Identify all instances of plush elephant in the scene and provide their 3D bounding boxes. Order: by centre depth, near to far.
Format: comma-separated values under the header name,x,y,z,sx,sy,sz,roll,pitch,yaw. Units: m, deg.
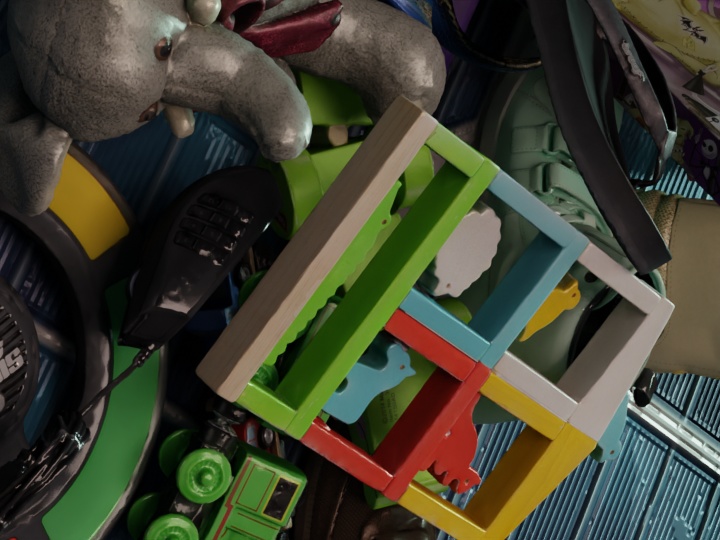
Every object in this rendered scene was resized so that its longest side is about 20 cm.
name,x,y,z,sx,sy,sz,roll,pitch,yaw
plush elephant,-0.061,-0.099,0.874,0.199,0.165,0.155,19,48,-1

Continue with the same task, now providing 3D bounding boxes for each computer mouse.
name,x,y,z,sx,sy,sz,roll,pitch,yaw
computer mouse,-0.096,0.029,0.904,0.034,0.059,0.200,42,60,-7

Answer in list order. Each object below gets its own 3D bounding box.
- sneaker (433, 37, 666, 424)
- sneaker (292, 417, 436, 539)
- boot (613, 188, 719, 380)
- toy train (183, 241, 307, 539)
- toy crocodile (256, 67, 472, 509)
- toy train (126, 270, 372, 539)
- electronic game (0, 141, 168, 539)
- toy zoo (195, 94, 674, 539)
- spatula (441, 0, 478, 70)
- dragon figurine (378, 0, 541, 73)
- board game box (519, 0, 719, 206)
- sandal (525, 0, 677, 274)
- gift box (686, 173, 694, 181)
name,x,y,z,sx,sy,sz,roll,pitch,yaw
sneaker,0.105,-0.022,1.067,0.074,0.118,0.201,31,73,-37
sneaker,0.020,0.159,1.032,0.070,0.075,0.201,-5,95,-40
boot,0.199,0.050,1.134,0.073,0.155,0.200,-53,136,-49
toy train,-0.047,0.075,0.993,0.046,0.034,0.201,-19,104,-56
toy crocodile,0.000,0.000,1.006,0.067,0.062,0.201,-17,97,-21
toy train,-0.056,0.092,0.952,0.056,0.042,0.200,25,93,-22
electronic game,-0.155,0.035,0.900,0.200,0.042,0.201,-2,93,-41
toy zoo,0.043,0.033,0.950,0.200,0.020,0.131,35,93,-40
spatula,0.009,-0.050,1.049,0.056,0.021,0.201,19,81,-33
dragon figurine,0.016,-0.134,0.985,0.200,0.099,0.059,43,76,-20
board game box,0.146,-0.104,1.067,0.120,0.200,0.032,-10,139,-43
sandal,0.096,-0.096,0.983,0.076,0.043,0.201,46,28,-64
gift box,0.274,-0.132,1.159,0.186,0.200,0.185,-21,110,-39
